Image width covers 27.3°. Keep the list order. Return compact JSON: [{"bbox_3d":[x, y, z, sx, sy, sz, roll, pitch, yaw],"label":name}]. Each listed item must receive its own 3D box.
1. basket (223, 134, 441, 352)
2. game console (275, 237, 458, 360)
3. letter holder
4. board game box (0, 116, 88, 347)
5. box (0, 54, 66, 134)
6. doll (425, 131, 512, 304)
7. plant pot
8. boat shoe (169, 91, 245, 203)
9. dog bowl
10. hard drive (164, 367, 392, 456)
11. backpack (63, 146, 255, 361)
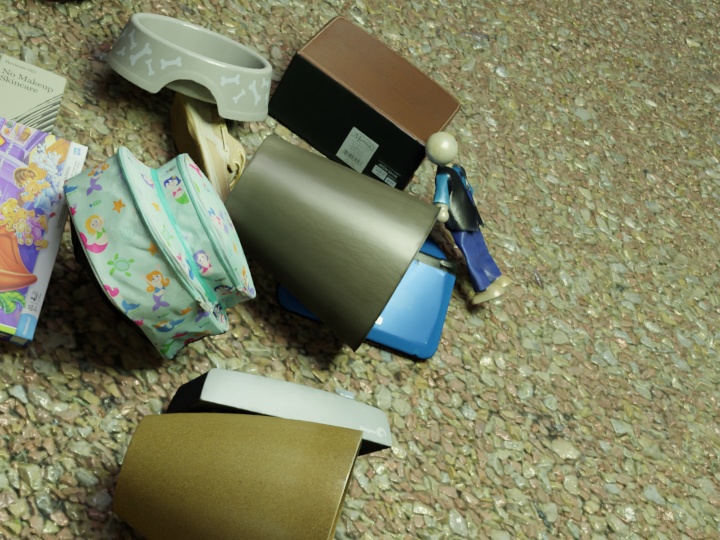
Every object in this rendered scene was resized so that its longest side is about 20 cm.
[{"bbox_3d":[-0.043,-0.043,1.574,0.199,0.136,0.182,31,82,-2],"label":"basket"},{"bbox_3d":[0.000,0.000,1.712,0.198,0.118,0.173,20,74,-14],"label":"game console"},{"bbox_3d":[0.008,-0.206,1.849,0.199,0.101,0.142,36,39,2],"label":"letter holder"},{"bbox_3d":[-0.357,-0.044,1.435,0.133,0.045,0.203,18,73,-17],"label":"board game box"},{"bbox_3d":[-0.370,-0.130,1.556,0.081,0.069,0.202,19,44,-17],"label":"box"},{"bbox_3d":[0.121,-0.067,1.760,0.202,0.048,0.136,69,23,-7],"label":"doll"},{"bbox_3d":[-0.117,0.208,1.347,0.197,0.188,0.187,16,42,4],"label":"plant pot"},{"bbox_3d":[-0.164,-0.128,1.684,0.068,0.074,0.202,0,51,-25],"label":"boat shoe"},{"bbox_3d":[-0.192,-0.239,1.721,0.198,0.059,0.200,20,17,-7],"label":"dog bowl"},{"bbox_3d":[-0.079,0.141,1.442,0.198,0.135,0.043,16,71,-20],"label":"hard drive"},{"bbox_3d":[-0.199,-0.025,1.444,0.179,0.149,0.200,64,9,27],"label":"backpack"}]
